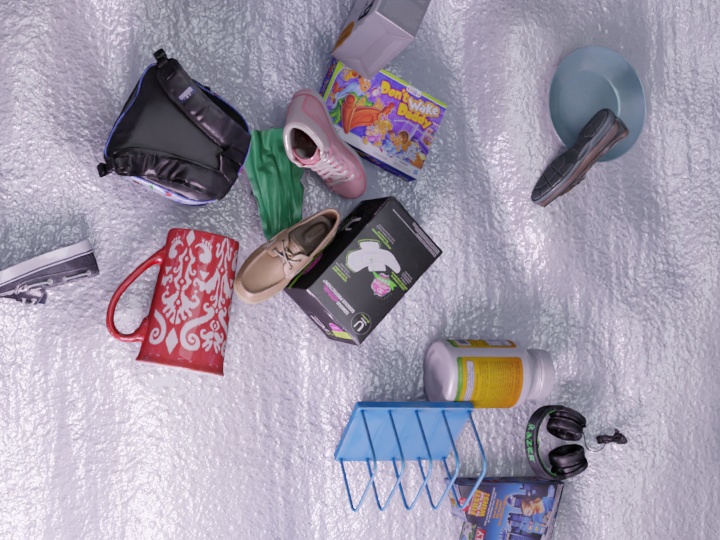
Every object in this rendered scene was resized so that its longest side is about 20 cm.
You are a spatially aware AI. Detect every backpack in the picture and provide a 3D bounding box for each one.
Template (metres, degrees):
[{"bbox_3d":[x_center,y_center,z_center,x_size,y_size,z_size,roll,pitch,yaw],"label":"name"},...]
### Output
[{"bbox_3d":[-0.261,-0.185,1.585,0.189,0.154,0.202,29,88,-7],"label":"backpack"}]

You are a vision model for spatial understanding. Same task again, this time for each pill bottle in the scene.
[{"bbox_3d":[0.214,0.171,1.785,0.197,0.111,0.113,2,89,-20],"label":"pill bottle"}]

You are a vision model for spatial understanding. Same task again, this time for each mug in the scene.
[{"bbox_3d":[-0.264,0.042,1.591,0.176,0.133,0.203,17,80,-41],"label":"mug"}]

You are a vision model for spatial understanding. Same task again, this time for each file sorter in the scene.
[{"bbox_3d":[0.079,0.295,1.697,0.197,0.124,0.140,3,134,-20],"label":"file sorter"}]

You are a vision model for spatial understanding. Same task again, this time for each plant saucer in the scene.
[{"bbox_3d":[0.406,-0.288,1.895,0.198,0.039,0.204,0,91,-20],"label":"plant saucer"}]

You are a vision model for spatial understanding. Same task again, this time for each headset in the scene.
[{"bbox_3d":[0.363,0.292,1.846,0.198,0.093,0.125,6,81,-41],"label":"headset"}]

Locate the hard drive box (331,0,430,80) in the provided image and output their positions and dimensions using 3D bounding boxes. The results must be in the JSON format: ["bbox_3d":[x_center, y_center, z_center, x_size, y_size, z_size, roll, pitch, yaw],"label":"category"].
[{"bbox_3d":[0.050,-0.419,1.675,0.076,0.156,0.202,31,63,-17],"label":"hard drive box"}]

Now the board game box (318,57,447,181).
[{"bbox_3d":[0.026,-0.249,1.749,0.198,0.045,0.136,25,82,-19],"label":"board game box"}]

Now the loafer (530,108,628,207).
[{"bbox_3d":[0.373,-0.178,1.835,0.063,0.072,0.200,32,109,-22],"label":"loafer"}]

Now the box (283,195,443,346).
[{"bbox_3d":[0.000,0.000,1.684,0.200,0.148,0.124,-47,105,-14],"label":"box"}]

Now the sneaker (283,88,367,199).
[{"bbox_3d":[-0.059,-0.169,1.664,0.201,0.075,0.105,60,29,-32],"label":"sneaker"}]

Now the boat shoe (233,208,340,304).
[{"bbox_3d":[-0.109,-0.029,1.619,0.071,0.065,0.200,46,63,0],"label":"boat shoe"}]

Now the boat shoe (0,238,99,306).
[{"bbox_3d":[-0.471,0.019,1.554,0.198,0.072,0.069,-23,97,-26],"label":"boat shoe"}]

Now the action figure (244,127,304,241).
[{"bbox_3d":[-0.130,-0.118,1.686,0.117,0.055,0.203,-9,90,-22],"label":"action figure"}]

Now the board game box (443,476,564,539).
[{"bbox_3d":[0.222,0.425,1.816,0.198,0.062,0.202,18,84,-19],"label":"board game box"}]
